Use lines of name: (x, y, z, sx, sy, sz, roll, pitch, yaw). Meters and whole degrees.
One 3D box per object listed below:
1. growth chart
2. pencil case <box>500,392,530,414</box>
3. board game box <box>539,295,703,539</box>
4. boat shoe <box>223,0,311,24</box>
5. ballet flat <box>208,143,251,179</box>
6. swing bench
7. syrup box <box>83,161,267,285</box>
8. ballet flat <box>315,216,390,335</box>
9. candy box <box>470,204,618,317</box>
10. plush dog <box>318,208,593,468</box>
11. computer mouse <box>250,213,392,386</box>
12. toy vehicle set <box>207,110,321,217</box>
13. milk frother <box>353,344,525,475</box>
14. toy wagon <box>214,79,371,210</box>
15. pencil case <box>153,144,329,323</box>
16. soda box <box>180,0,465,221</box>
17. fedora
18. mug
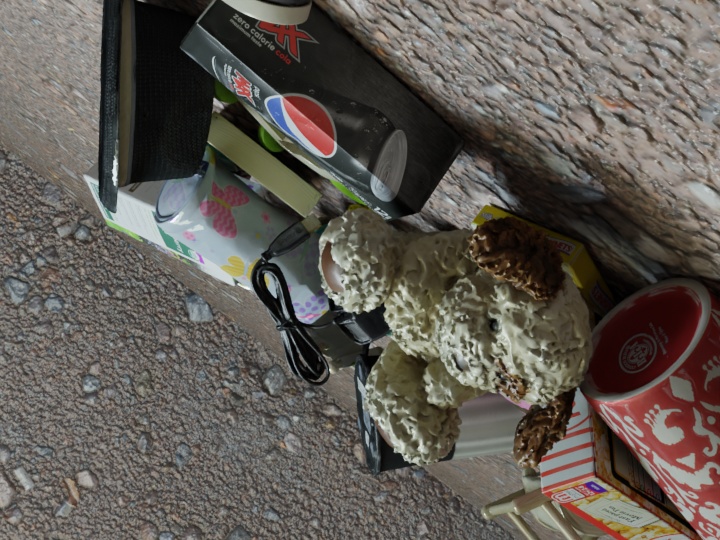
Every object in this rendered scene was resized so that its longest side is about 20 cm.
growth chart: (-0.061, 0.041, 1.154, 0.200, 0.018, 0.144, 38, -162, 24)
pencil case: (0.130, 0.072, 0.922, 0.200, 0.083, 0.087, 41, 144, -5)
board game box: (0.207, 0.128, 0.821, 0.046, 0.152, 0.200, -26, 135, 33)
boat shoe: (-0.100, -0.225, 0.664, 0.200, 0.072, 0.063, 38, 127, 22)
ballet flat: (-0.210, -0.141, 1.212, 0.199, 0.069, 0.071, 31, 126, 13)
swing bench: (0.240, 0.210, 1.023, 0.130, 0.200, 0.199, 49, 169, 9)
syrup box: (-0.190, -0.068, 1.141, 0.199, 0.082, 0.079, 25, 149, 30)
ballet flat: (-0.016, 0.002, 1.180, 0.070, 0.071, 0.200, 24, 163, 46)
candy box: (0.170, 0.025, 0.879, 0.102, 0.026, 0.200, 30, 167, 43)
plush dog: (0.087, 0.035, 0.739, 0.171, 0.160, 0.201, 18, 132, 50)
computer mouse: (0.000, 0.000, 0.972, 0.141, 0.199, 0.046, 59, -176, -15)
toy vehicle set: (-0.103, -0.106, 1.062, 0.124, 0.027, 0.200, 38, 180, -10)
milk frother: (0.086, 0.078, 1.056, 0.181, 0.187, 0.201, -112, 18, -59)
toy wagon: (-0.039, -0.115, 0.915, 0.155, 0.040, 0.200, 24, 164, 49)
pencil case: (-0.101, -0.032, 1.025, 0.083, 0.091, 0.200, -27, 127, 38)
soda box: (-0.026, -0.123, 0.756, 0.200, 0.071, 0.063, 39, 165, -13)
fedora: (-0.172, -0.148, 0.905, 0.091, 0.202, 0.200, 1, 177, -15)
mug: (0.241, 0.110, 0.760, 0.200, 0.134, 0.177, 44, 165, -20)
